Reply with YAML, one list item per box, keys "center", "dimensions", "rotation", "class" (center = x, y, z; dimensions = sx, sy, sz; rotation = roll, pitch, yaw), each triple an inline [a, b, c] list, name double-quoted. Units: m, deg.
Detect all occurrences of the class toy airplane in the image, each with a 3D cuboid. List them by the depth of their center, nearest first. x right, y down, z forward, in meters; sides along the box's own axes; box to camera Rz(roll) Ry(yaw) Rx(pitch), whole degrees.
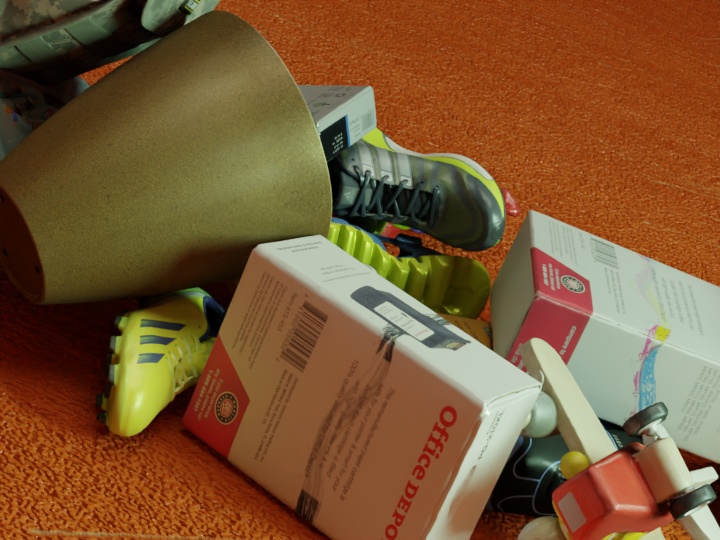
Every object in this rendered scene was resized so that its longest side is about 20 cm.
- center: [0.169, 0.162, 1.441]
  dimensions: [0.199, 0.141, 0.200]
  rotation: [55, 9, -29]
  class: "toy airplane"

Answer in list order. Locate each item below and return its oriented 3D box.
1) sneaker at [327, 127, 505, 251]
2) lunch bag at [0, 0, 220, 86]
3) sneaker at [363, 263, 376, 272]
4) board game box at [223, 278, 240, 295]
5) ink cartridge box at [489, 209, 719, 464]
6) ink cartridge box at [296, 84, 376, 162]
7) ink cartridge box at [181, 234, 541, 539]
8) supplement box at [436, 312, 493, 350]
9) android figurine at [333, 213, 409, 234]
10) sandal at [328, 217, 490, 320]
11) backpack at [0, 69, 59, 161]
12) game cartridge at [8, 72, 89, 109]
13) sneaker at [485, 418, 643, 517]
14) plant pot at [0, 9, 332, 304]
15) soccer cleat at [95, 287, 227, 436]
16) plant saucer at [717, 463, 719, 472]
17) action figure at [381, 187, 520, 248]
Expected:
- center: [0.020, -0.060, 1.653]
  dimensions: [0.200, 0.074, 0.081]
  rotation: [22, 30, 28]
  class: "sneaker"
- center: [-0.173, -0.213, 1.517]
  dimensions: [0.164, 0.199, 0.118]
  rotation: [6, 65, -82]
  class: "lunch bag"
- center: [0.012, 0.068, 1.529]
  dimensions: [0.200, 0.113, 0.071]
  rotation: [28, 23, 13]
  class: "sneaker"
- center: [-0.080, -0.018, 1.656]
  dimensions: [0.200, 0.030, 0.095]
  rotation: [54, 32, 16]
  class: "board game box"
- center: [0.203, 0.051, 1.627]
  dimensions: [0.199, 0.086, 0.148]
  rotation: [23, 24, -8]
  class: "ink cartridge box"
- center: [-0.098, -0.113, 1.643]
  dimensions: [0.199, 0.039, 0.099]
  rotation: [5, 24, 26]
  class: "ink cartridge box"
- center: [-0.001, 0.090, 1.421]
  dimensions: [0.200, 0.145, 0.084]
  rotation: [34, 23, 25]
  class: "ink cartridge box"
- center: [0.087, 0.078, 1.644]
  dimensions: [0.199, 0.069, 0.067]
  rotation: [12, 26, -32]
  class: "supplement box"
- center: [-0.031, -0.092, 1.801]
  dimensions: [0.182, 0.041, 0.200]
  rotation: [26, 22, -12]
  class: "android figurine"
- center: [0.000, 0.000, 1.653]
  dimensions: [0.200, 0.080, 0.087]
  rotation: [16, 11, -36]
  class: "sandal"
- center: [-0.289, -0.077, 1.540]
  dimensions: [0.126, 0.167, 0.200]
  rotation: [32, 10, 7]
  class: "backpack"
- center: [-0.252, -0.135, 1.713]
  dimensions: [0.133, 0.041, 0.200]
  rotation: [24, -10, 18]
  class: "game cartridge"
- center: [0.158, 0.147, 1.547]
  dimensions: [0.078, 0.070, 0.200]
  rotation: [32, 23, 34]
  class: "sneaker"
- center: [-0.152, -0.058, 1.474]
  dimensions: [0.200, 0.187, 0.186]
  rotation: [-25, 45, -26]
  class: "plant pot"
- center: [-0.129, 0.058, 1.473]
  dimensions: [0.083, 0.065, 0.200]
  rotation: [17, 21, -2]
  class: "soccer cleat"
- center: [0.320, 0.103, 1.637]
  dimensions: [0.048, 0.201, 0.200]
  rotation: [16, 22, -7]
  class: "plant saucer"
- center: [0.042, -0.065, 1.931]
  dimensions: [0.200, 0.065, 0.099]
  rotation: [-1, 39, -48]
  class: "action figure"
